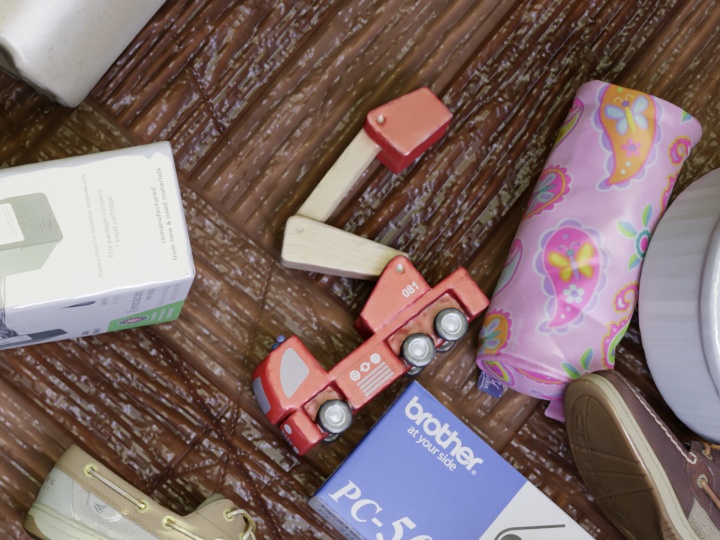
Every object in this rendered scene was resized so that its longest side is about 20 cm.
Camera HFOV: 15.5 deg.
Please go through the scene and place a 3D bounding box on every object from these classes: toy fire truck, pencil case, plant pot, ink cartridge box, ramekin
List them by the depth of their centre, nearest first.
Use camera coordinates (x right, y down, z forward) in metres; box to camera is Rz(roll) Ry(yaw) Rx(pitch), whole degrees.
[{"bbox_3d":[-0.203,-0.005,1.518,0.199,0.146,0.084,-10,81,-9],"label":"ink cartridge box"},{"bbox_3d":[-0.174,-0.205,1.553,0.200,0.200,0.184,33,86,0],"label":"plant pot"},{"bbox_3d":[0.074,0.167,1.572,0.200,0.044,0.094,41,76,1],"label":"ink cartridge box"},{"bbox_3d":[0.261,0.021,1.573,0.200,0.098,0.201,0,89,-30],"label":"ramekin"},{"bbox_3d":[0.000,0.000,1.595,0.200,0.049,0.141,-38,85,-12],"label":"toy fire truck"},{"bbox_3d":[0.137,-0.013,1.602,0.087,0.087,0.201,21,77,-3],"label":"pencil case"}]

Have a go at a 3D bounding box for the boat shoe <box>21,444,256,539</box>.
[{"bbox_3d":[-0.094,0.160,1.536,0.199,0.074,0.067,23,82,-3],"label":"boat shoe"}]

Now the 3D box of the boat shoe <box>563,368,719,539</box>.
[{"bbox_3d":[0.191,0.131,1.568,0.072,0.072,0.200,-41,108,-25],"label":"boat shoe"}]
